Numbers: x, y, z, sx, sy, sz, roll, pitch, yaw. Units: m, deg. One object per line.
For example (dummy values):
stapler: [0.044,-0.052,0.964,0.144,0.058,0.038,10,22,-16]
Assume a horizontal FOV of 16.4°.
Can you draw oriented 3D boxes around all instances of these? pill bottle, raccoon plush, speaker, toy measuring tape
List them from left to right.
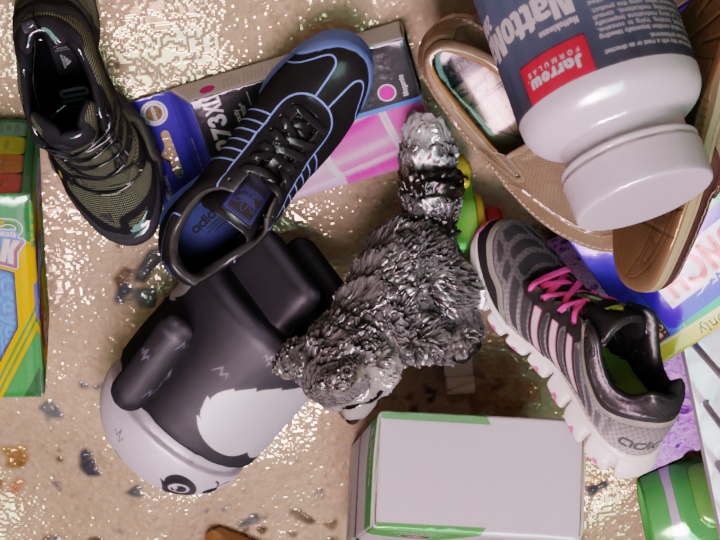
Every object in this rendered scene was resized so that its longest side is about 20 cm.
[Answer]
raccoon plush: [0.000,0.000,1.668,0.134,0.097,0.201,-10,90,-42]
toy measuring tape: [0.069,0.013,1.762,0.073,0.074,0.201,-4,118,-2]
pill bottle: [0.145,-0.134,1.564,0.119,0.120,0.201,-21,73,7]
speaker: [0.309,0.170,1.856,0.199,0.089,0.089,-11,119,1]

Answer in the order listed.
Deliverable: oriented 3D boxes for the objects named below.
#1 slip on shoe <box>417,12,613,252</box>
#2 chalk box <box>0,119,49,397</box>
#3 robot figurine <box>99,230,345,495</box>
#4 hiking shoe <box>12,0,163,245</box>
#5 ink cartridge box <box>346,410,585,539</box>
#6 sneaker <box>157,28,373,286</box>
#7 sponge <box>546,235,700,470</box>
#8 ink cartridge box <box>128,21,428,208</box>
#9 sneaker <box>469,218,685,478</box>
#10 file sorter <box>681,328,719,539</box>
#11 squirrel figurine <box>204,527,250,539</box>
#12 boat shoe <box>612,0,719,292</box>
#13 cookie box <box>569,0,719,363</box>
slip on shoe: [0.114,-0.085,1.638,0.076,0.061,0.200,-39,98,16]
chalk box: [-0.275,-0.028,1.683,0.123,0.125,0.201,-1,120,-4]
robot figurine: [-0.094,0.067,1.747,0.150,0.125,0.200,35,110,-20]
hiking shoe: [-0.190,-0.092,1.665,0.075,0.101,0.201,-14,117,15]
ink cartridge box: [0.069,0.153,1.764,0.145,0.200,0.084,3,80,-6]
sneaker: [-0.060,-0.070,1.661,0.070,0.078,0.200,36,104,-18]
sponge: [0.212,0.046,1.813,0.111,0.030,0.200,-23,117,7]
ink cartridge box: [-0.053,-0.097,1.716,0.199,0.037,0.095,-15,118,6]
sneaker: [0.151,0.036,1.669,0.074,0.200,0.087,-18,158,-39]
file sorter: [0.317,0.134,1.733,0.138,0.125,0.201,-14,106,-2]
squirrel figurine: [-0.085,0.324,1.884,0.199,0.142,0.187,23,121,-13]
boat shoe: [0.224,-0.078,1.620,0.072,0.072,0.201,15,91,-33]
cookie box: [0.216,-0.066,1.703,0.171,0.075,0.200,-34,101,14]
